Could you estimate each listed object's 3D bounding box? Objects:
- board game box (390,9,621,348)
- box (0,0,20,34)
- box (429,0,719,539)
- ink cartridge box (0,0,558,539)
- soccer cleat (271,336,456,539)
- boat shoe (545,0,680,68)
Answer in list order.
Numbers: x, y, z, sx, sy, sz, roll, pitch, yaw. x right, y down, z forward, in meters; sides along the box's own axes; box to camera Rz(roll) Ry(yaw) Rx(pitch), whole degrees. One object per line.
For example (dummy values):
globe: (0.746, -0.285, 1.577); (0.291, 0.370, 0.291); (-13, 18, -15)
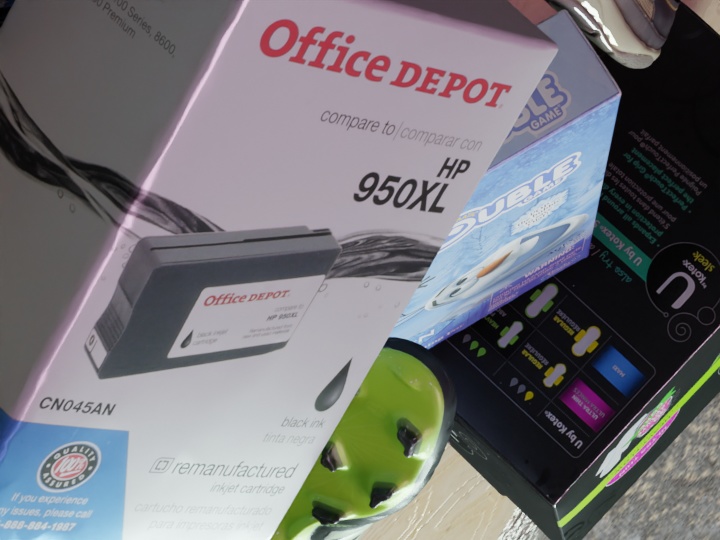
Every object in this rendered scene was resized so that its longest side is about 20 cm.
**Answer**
board game box: (0.000, 0.000, 1.072); (0.199, 0.043, 0.199); (-31, 165, -7)
box: (-0.093, -0.079, 0.890); (0.160, 0.044, 0.201); (-18, 143, -48)
box: (0.112, 0.005, 1.248); (0.200, 0.124, 0.149); (-47, 166, -5)
ink cartridge box: (-0.052, -0.017, 0.860); (0.144, 0.084, 0.201); (7, 119, -49)
soccer cleat: (-0.013, 0.075, 1.101); (0.081, 0.067, 0.200); (-55, 180, -42)
boat shoe: (0.088, -0.130, 1.040); (0.073, 0.074, 0.200); (-50, 161, 7)
